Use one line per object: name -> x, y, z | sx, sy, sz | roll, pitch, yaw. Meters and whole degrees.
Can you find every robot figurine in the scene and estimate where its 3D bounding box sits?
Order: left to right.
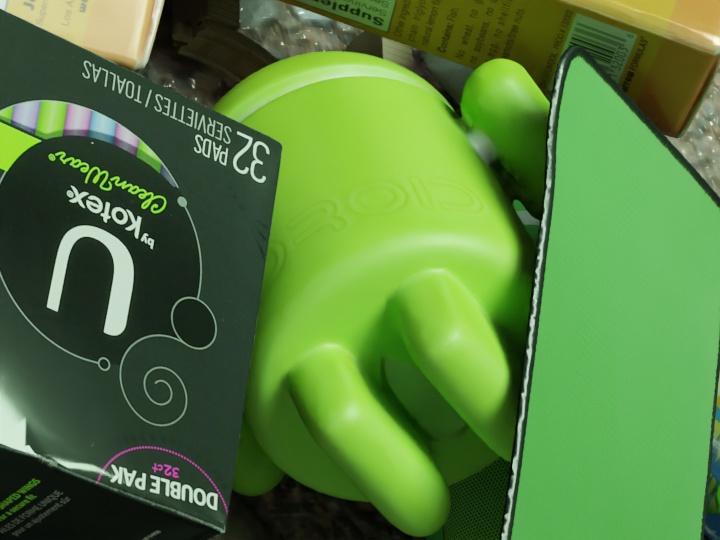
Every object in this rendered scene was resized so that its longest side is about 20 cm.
robot figurine -> 0.000, 0.000, 1.003 | 0.116, 0.175, 0.200 | 45, 11, -37

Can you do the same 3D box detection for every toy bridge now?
toy bridge -> 0.009, -0.066, 1.143 | 0.199, 0.027, 0.068 | 17, 56, -33

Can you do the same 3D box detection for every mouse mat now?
mouse mat -> 0.091, 0.041, 0.988 | 0.161, 0.007, 0.201 | 40, 52, -54

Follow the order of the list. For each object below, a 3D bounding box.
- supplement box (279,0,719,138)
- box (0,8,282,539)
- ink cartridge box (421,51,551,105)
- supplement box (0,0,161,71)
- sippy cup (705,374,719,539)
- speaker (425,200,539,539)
supplement box -> 0.037, -0.119, 1.028 | 0.199, 0.069, 0.067 | 21, 60, 0
box -> -0.146, 0.003, 0.904 | 0.199, 0.124, 0.149 | 24, 56, -27
ink cartridge box -> 0.122, -0.122, 1.177 | 0.067, 0.116, 0.200 | 46, 32, 11
supplement box -> -0.165, -0.116, 0.949 | 0.199, 0.067, 0.069 | 14, 78, -14
sippy cup -> 0.166, 0.055, 1.137 | 0.130, 0.178, 0.140 | 34, 75, -4
speaker -> 0.064, 0.071, 1.067 | 0.088, 0.088, 0.201 | 14, 57, -33
